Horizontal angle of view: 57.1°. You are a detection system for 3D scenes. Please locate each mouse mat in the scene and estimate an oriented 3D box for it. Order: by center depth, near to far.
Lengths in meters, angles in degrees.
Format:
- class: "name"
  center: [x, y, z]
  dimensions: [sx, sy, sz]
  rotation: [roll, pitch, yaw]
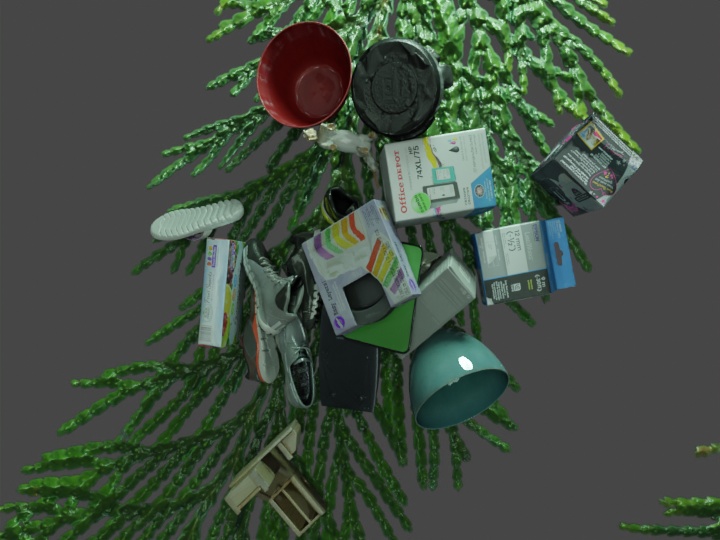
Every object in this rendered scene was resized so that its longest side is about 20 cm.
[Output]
- class: "mouse mat"
  center: [0.039, 0.043, 1.257]
  dimensions: [0.157, 0.007, 0.207]
  rotation: [10, 92, 32]

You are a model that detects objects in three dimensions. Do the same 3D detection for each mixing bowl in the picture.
- class: "mixing bowl"
  center: [-0.097, -0.370, 1.313]
  dimensions: [0.193, 0.108, 0.208]
  rotation: [-1, 86, 15]

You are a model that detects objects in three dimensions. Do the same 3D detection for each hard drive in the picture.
- class: "hard drive"
  center: [-0.019, 0.173, 1.329]
  dimensions: [0.131, 0.042, 0.207]
  rotation: [2, 92, 25]

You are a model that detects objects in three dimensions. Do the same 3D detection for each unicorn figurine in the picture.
- class: "unicorn figurine"
  center: [-0.018, -0.240, 1.281]
  dimensions: [0.196, 0.137, 0.075]
  rotation: [28, 90, -12]

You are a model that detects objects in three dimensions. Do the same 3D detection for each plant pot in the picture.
- class: "plant pot"
  center: [0.172, 0.194, 1.285]
  dimensions: [0.196, 0.202, 0.137]
  rotation: [-26, 54, 2]

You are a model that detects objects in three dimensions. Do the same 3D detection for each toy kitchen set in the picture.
- class: "toy kitchen set"
  center: [-0.129, 0.414, 1.274]
  dimensions: [0.163, 0.200, 0.181]
  rotation: [-42, 88, 2]

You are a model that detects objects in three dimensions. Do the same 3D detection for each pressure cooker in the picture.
- class: "pressure cooker"
  center: [0.079, -0.351, 1.268]
  dimensions: [0.173, 0.200, 0.181]
  rotation: [32, 108, 0]

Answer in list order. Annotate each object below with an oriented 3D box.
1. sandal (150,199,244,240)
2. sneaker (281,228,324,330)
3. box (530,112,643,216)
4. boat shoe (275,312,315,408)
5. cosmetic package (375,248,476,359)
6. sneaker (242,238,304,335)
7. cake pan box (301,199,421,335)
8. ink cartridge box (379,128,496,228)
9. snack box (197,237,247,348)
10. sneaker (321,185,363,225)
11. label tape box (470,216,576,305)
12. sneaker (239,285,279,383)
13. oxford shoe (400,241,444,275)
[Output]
- class: "sandal"
  center: [-0.332, -0.090, 1.358]
  dimensions: [0.196, 0.084, 0.051]
  rotation: [-13, 133, 1]
- class: "sneaker"
  center: [-0.117, 0.016, 1.345]
  dimensions: [0.087, 0.066, 0.207]
  rotation: [2, 86, 5]
- class: "box"
  center: [0.421, -0.191, 1.253]
  dimensions: [0.132, 0.200, 0.115]
  rotation: [43, 93, 2]
- class: "boat shoe"
  center: [-0.123, 0.176, 1.330]
  dimensions: [0.068, 0.071, 0.208]
  rotation: [-10, 94, -29]
- class: "cosmetic package"
  center: [0.127, 0.065, 1.278]
  dimensions: [0.199, 0.107, 0.090]
  rotation: [-40, 100, 20]
- class: "sneaker"
  center: [-0.160, 0.013, 1.299]
  dimensions: [0.114, 0.074, 0.206]
  rotation: [-29, 69, 33]
- class: "cake pan box"
  center: [0.000, 0.000, 1.244]
  dimensions: [0.181, 0.052, 0.205]
  rotation: [-27, 77, 26]
- class: "ink cartridge box"
  center: [0.143, -0.174, 1.286]
  dimensions: [0.193, 0.146, 0.152]
  rotation: [-10, 90, -2]
- class: "snack box"
  center: [-0.269, 0.042, 1.310]
  dimensions: [0.051, 0.142, 0.207]
  rotation: [5, 91, 4]
- class: "sneaker"
  center: [-0.006, -0.087, 1.311]
  dimensions: [0.199, 0.085, 0.075]
  rotation: [40, 74, 11]
- class: "label tape box"
  center: [0.330, -0.020, 1.324]
  dimensions: [0.193, 0.066, 0.148]
  rotation: [-11, 89, 4]
- class: "sneaker"
  center: [-0.218, 0.127, 1.344]
  dimensions: [0.080, 0.077, 0.207]
  rotation: [-9, 77, 26]
- class: "oxford shoe"
  center: [0.109, -0.014, 1.338]
  dimensions: [0.194, 0.058, 0.078]
  rotation: [14, 92, 4]
